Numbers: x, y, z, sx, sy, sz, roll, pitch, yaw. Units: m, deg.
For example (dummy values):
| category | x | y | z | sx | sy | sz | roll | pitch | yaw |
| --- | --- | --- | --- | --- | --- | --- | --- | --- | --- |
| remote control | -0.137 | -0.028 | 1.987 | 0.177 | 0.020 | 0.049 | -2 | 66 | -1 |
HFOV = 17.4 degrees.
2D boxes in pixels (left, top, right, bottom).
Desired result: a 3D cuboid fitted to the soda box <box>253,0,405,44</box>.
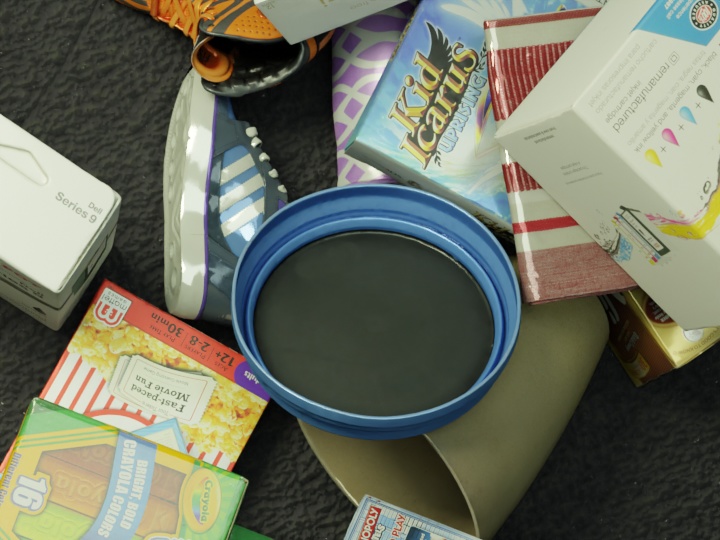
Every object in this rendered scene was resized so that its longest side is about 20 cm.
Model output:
| category | x | y | z | sx | sy | sz | roll | pitch | yaw |
| --- | --- | --- | --- | --- | --- | --- | --- | --- | --- |
| soda box | 0.022 | -0.231 | 1.643 | 0.199 | 0.068 | 0.064 | -20 | 62 | 15 |

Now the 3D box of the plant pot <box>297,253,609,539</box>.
| category | x | y | z | sx | sy | sz | roll | pitch | yaw |
| --- | --- | --- | --- | --- | --- | --- | --- | --- | --- |
| plant pot | 0.084 | 0.081 | 1.707 | 0.200 | 0.187 | 0.188 | -40 | 88 | -24 |

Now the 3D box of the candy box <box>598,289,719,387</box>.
| category | x | y | z | sx | sy | sz | roll | pitch | yaw |
| --- | --- | --- | --- | --- | --- | --- | --- | --- | --- |
| candy box | 0.187 | -0.015 | 1.758 | 0.056 | 0.117 | 0.201 | -34 | 86 | -13 |

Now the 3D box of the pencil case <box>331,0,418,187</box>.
| category | x | y | z | sx | sy | sz | roll | pitch | yaw |
| --- | --- | --- | --- | --- | --- | --- | --- | --- | --- |
| pencil case | 0.022 | -0.145 | 1.774 | 0.085 | 0.084 | 0.201 | 4 | 79 | -31 |

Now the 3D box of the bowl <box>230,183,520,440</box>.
| category | x | y | z | sx | sy | sz | roll | pitch | yaw |
| --- | --- | --- | --- | --- | --- | --- | --- | --- | --- |
| bowl | 0.010 | 0.029 | 1.607 | 0.199 | 0.039 | 0.202 | 2 | 52 | -2 |

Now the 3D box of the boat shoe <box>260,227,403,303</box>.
| category | x | y | z | sx | sy | sz | roll | pitch | yaw |
| --- | --- | --- | --- | --- | --- | --- | --- | --- | --- |
| boat shoe | 0.000 | 0.000 | 1.694 | 0.199 | 0.072 | 0.066 | -26 | 89 | -20 |

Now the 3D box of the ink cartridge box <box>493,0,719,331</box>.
| category | x | y | z | sx | sy | sz | roll | pitch | yaw |
| --- | --- | --- | --- | --- | --- | --- | --- | --- | --- |
| ink cartridge box | 0.226 | -0.082 | 1.580 | 0.200 | 0.145 | 0.147 | 43 | 74 | -10 |

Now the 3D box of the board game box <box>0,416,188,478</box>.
| category | x | y | z | sx | sy | sz | roll | pitch | yaw |
| --- | --- | --- | --- | --- | --- | --- | --- | --- | --- |
| board game box | -0.205 | 0.198 | 1.659 | 0.199 | 0.034 | 0.135 | -17 | 84 | -10 |

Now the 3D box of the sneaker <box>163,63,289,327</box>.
| category | x | y | z | sx | sy | sz | roll | pitch | yaw |
| --- | --- | --- | --- | --- | --- | --- | --- | --- | --- |
| sneaker | -0.069 | -0.050 | 1.753 | 0.145 | 0.081 | 0.201 | 6 | 74 | -18 |

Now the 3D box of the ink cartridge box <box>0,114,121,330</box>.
| category | x | y | z | sx | sy | sz | roll | pitch | yaw |
| --- | --- | --- | --- | --- | --- | --- | --- | --- | --- |
| ink cartridge box | -0.252 | -0.041 | 1.655 | 0.145 | 0.200 | 0.084 | 33 | 78 | -1 |

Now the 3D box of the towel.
| category | x | y | z | sx | sy | sz | roll | pitch | yaw |
| --- | --- | --- | --- | --- | --- | --- | --- | --- | --- |
| towel | 0.164 | -0.084 | 1.648 | 0.143 | 0.023 | 0.201 | -8 | 87 | -19 |

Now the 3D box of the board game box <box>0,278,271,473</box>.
| category | x | y | z | sx | sy | sz | roll | pitch | yaw |
| --- | --- | --- | --- | --- | --- | --- | --- | --- | --- |
| board game box | -0.171 | 0.131 | 1.716 | 0.151 | 0.046 | 0.201 | 28 | 78 | -3 |

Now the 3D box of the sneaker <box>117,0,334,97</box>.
| category | x | y | z | sx | sy | sz | roll | pitch | yaw |
| --- | --- | --- | --- | --- | --- | --- | --- | --- | --- |
| sneaker | -0.121 | -0.192 | 1.726 | 0.199 | 0.078 | 0.112 | 13 | 41 | 15 |

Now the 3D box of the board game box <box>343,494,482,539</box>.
| category | x | y | z | sx | sy | sz | roll | pitch | yaw |
| --- | --- | --- | --- | --- | --- | --- | --- | --- | --- |
| board game box | 0.067 | 0.243 | 1.661 | 0.199 | 0.200 | 0.062 | 28 | 61 | -3 |

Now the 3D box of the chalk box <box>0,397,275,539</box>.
| category | x | y | z | sx | sy | sz | roll | pitch | yaw |
| --- | --- | --- | --- | --- | --- | --- | --- | --- | --- |
| chalk box | -0.151 | 0.181 | 1.588 | 0.199 | 0.124 | 0.126 | 20 | 80 | -4 |

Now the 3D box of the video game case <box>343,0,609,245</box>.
| category | x | y | z | sx | sy | sz | roll | pitch | yaw |
| --- | --- | --- | --- | --- | --- | --- | --- | --- | --- |
| video game case | 0.112 | -0.132 | 1.680 | 0.180 | 0.045 | 0.201 | 28 | 77 | -5 |
